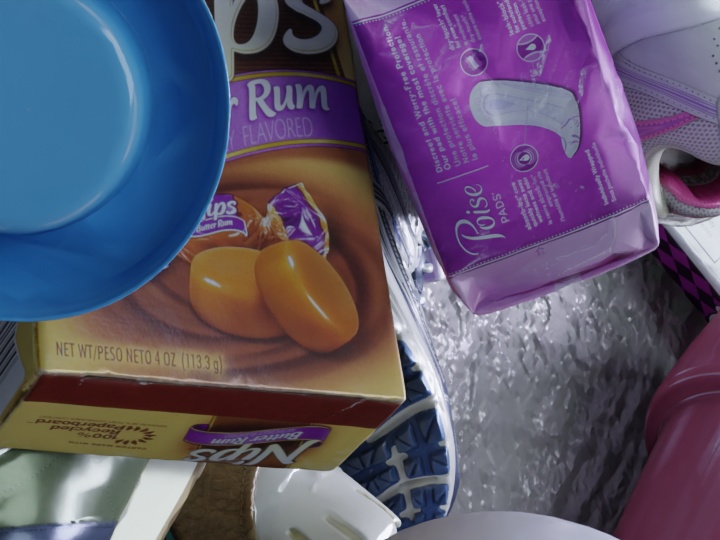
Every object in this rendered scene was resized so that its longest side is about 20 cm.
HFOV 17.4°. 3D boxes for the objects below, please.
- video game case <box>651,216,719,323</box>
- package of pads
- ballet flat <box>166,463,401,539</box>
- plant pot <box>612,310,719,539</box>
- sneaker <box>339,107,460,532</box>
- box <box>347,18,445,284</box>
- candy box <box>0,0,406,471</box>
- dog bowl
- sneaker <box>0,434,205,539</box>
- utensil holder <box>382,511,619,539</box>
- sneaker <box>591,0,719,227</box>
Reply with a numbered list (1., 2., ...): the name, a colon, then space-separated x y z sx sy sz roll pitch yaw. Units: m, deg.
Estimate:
1. video game case: 0.234 -0.022 1.079 0.181 0.036 0.200 -43 99 -18
2. package of pads: 0.044 -0.069 0.793 0.200 0.075 0.121 -84 153 -78
3. ballet flat: -0.011 0.119 0.817 0.068 0.072 0.201 -36 111 -50
4. plant pot: 0.180 0.140 0.976 0.179 0.200 0.200 -49 122 -26
5. sneaker: 0.000 0.000 0.854 0.085 0.077 0.201 -37 112 -52
6. box: 0.010 -0.094 0.910 0.041 0.039 0.201 -14 94 -50
7. candy box: -0.061 -0.043 0.729 0.116 0.056 0.201 6 58 -27
8. dog bowl: -0.132 -0.054 0.624 0.050 0.199 0.112 -94 -167 -79
9. sneaker: -0.116 0.092 0.704 0.090 0.067 0.201 42 53 -28
10. utensil holder: 0.037 0.184 0.699 0.200 0.169 0.170 -64 135 -67
11. sneaker: 0.113 -0.054 0.930 0.081 0.200 0.089 -21 79 -11
